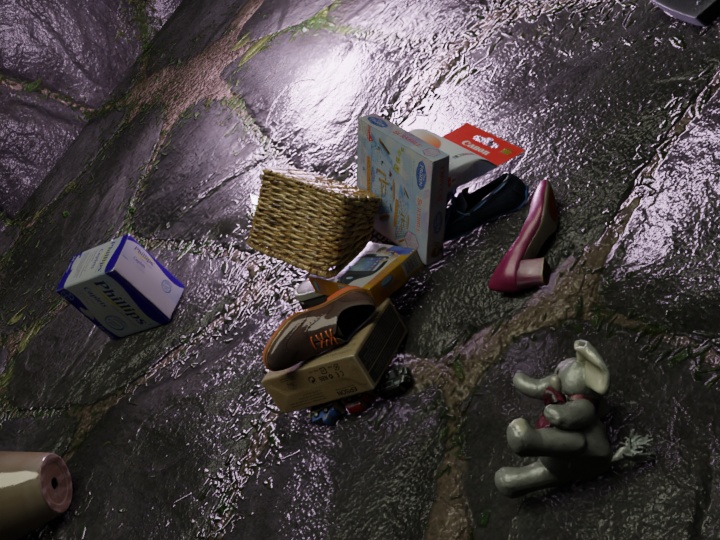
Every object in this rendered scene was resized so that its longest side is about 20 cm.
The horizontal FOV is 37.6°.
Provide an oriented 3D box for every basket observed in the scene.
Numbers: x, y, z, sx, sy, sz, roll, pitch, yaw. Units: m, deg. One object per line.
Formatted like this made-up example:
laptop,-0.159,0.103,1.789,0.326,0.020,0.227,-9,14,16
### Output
basket,-0.077,-0.085,1.850,0.199,0.142,0.150,20,103,30

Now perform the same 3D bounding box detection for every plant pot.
plant pot,-0.663,0.429,2.043,0.172,0.201,0.201,-16,40,13

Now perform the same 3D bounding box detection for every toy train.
toy train,-0.003,0.206,1.690,0.199,0.034,0.046,-26,49,25

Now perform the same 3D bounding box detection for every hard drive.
hard drive,0.576,-0.490,1.819,0.135,0.042,0.200,-40,33,6

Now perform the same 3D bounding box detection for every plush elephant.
plush elephant,0.257,0.174,1.327,0.198,0.165,0.156,-8,54,2

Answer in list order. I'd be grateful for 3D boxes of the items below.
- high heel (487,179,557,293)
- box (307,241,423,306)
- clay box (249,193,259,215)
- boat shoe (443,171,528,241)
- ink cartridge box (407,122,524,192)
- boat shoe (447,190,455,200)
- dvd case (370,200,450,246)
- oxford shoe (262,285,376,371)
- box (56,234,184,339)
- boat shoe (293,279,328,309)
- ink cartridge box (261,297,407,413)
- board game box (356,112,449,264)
high heel,0.253,-0.057,1.661,0.096,0.068,0.201,-7,50,29
box,0.000,0.000,1.803,0.119,0.042,0.199,-40,30,-27
clay box,-0.106,-0.111,2.006,0.048,0.199,0.115,-64,25,24
boat shoe,0.188,-0.118,1.804,0.199,0.069,0.084,-29,36,23
ink cartridge box,0.164,-0.215,1.855,0.199,0.050,0.162,-30,41,-25
boat shoe,0.089,-0.174,1.900,0.199,0.074,0.066,13,69,32
dvd case,0.052,-0.094,1.930,0.200,0.025,0.150,-48,51,-8
oxford shoe,-0.064,0.095,1.657,0.200,0.071,0.072,-37,26,-10
box,-0.523,0.040,2.304,0.199,0.184,0.105,-18,40,35
boat shoe,-0.021,0.038,1.869,0.200,0.061,0.072,-11,30,29
ink cartridge box,-0.041,0.139,1.727,0.199,0.075,0.165,-19,22,35
board game box,0.068,-0.142,1.814,0.041,0.201,0.199,-23,41,-31
